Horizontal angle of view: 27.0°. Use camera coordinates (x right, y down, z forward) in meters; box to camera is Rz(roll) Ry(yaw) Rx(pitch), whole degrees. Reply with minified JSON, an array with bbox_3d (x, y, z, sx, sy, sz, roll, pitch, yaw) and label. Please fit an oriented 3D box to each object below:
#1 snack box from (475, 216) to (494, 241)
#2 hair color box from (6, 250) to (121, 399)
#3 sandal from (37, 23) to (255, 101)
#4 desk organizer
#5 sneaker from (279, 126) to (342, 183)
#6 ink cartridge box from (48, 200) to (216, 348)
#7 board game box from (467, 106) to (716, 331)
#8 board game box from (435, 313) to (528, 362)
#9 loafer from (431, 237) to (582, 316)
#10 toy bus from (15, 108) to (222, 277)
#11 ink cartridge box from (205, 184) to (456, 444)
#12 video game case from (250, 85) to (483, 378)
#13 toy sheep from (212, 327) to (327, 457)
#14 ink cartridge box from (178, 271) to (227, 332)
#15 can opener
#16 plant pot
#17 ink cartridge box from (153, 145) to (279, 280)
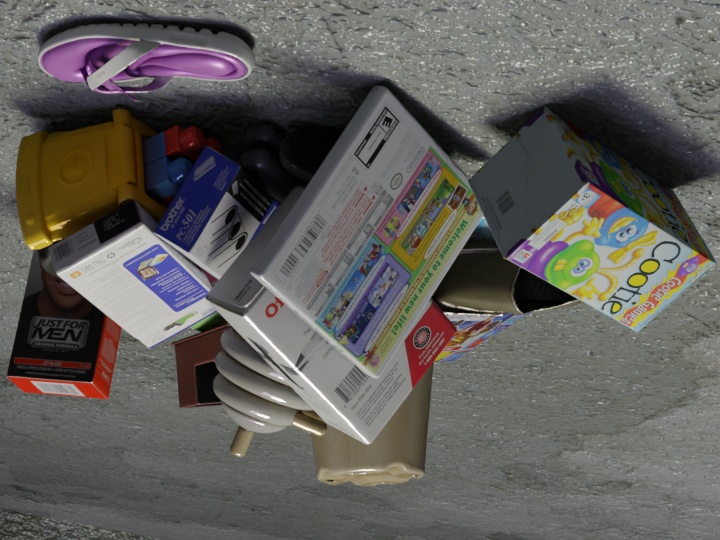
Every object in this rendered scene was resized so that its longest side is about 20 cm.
[{"bbox_3d":[0.191,-0.030,1.527,0.115,0.038,0.200,-2,156,22],"label":"snack box"},{"bbox_3d":[-0.308,0.031,1.621,0.100,0.202,0.061,3,158,10],"label":"hair color box"},{"bbox_3d":[-0.189,-0.172,1.273,0.200,0.050,0.083,-1,157,20],"label":"sandal"},{"bbox_3d":[-0.144,0.105,1.657,0.071,0.078,0.200,-2,172,-25],"label":"desk organizer"},{"bbox_3d":[0.014,-0.079,1.431,0.197,0.061,0.104,7,154,-9],"label":"sneaker"},{"bbox_3d":[-0.209,0.008,1.435,0.094,0.037,0.200,-29,149,5],"label":"ink cartridge box"},{"bbox_3d":[0.210,-0.043,1.351,0.199,0.105,0.103,26,121,-40],"label":"board game box"},{"bbox_3d":[0.097,0.056,1.624,0.135,0.035,0.199,-34,162,27],"label":"board game box"},{"bbox_3d":[0.140,0.006,1.464,0.197,0.076,0.070,-5,-174,5],"label":"loafer"},{"bbox_3d":[-0.208,-0.071,1.460,0.190,0.137,0.200,-20,152,20],"label":"toy bus"},{"bbox_3d":[-0.026,0.040,1.404,0.200,0.145,0.083,48,163,-31],"label":"ink cartridge box"},{"bbox_3d":[0.014,-0.031,1.338,0.022,0.201,0.182,21,164,48],"label":"video game case"},{"bbox_3d":[-0.082,0.096,1.503,0.137,0.202,0.138,23,-179,-1],"label":"toy sheep"},{"bbox_3d":[-0.115,-0.003,1.605,0.199,0.105,0.059,-11,153,40],"label":"ink cartridge box"},{"bbox_3d":[-0.044,-0.080,1.459,0.066,0.053,0.200,-8,151,32],"label":"can opener"},{"bbox_3d":[0.009,0.164,1.833,0.198,0.186,0.201,-2,165,0],"label":"plant pot"},{"bbox_3d":[-0.125,-0.042,1.436,0.044,0.095,0.200,29,174,17],"label":"ink cartridge box"}]
